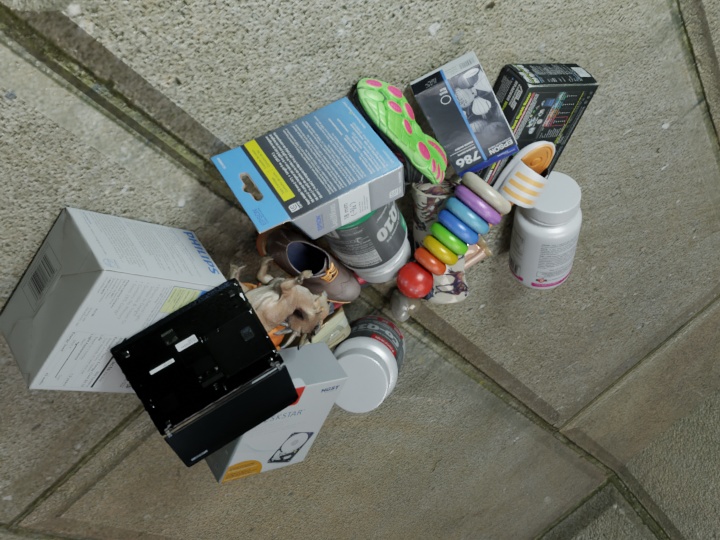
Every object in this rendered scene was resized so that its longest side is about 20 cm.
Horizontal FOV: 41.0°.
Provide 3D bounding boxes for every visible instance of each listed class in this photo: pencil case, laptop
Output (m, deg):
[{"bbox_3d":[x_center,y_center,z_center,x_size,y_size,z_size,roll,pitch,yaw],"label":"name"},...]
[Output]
[{"bbox_3d":[0.127,-0.045,1.486,0.089,0.078,0.200,-17,118,-22],"label":"pencil case"},{"bbox_3d":[-0.193,0.136,1.238,0.177,0.200,0.103,-31,-171,-11],"label":"laptop"}]

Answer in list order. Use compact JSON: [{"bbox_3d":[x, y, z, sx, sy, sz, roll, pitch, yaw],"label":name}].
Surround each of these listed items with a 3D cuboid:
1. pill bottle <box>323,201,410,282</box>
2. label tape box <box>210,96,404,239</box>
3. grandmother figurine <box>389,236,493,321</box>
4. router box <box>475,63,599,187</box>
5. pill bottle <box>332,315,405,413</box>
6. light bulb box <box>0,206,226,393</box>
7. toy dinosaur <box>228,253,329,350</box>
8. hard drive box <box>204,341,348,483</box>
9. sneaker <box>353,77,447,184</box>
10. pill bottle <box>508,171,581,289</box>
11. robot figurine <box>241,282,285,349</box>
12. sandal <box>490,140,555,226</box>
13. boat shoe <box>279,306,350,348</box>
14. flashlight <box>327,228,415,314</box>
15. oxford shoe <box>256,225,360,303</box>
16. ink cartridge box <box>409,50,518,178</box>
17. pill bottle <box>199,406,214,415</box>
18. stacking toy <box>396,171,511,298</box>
[{"bbox_3d":[0.001,-0.068,1.372,0.113,0.113,0.200,-36,148,-2],"label":"pill bottle"},{"bbox_3d":[-0.066,-0.119,1.220,0.200,0.144,0.063,-27,148,-14],"label":"label tape box"},{"bbox_3d":[0.130,0.011,1.640,0.200,0.061,0.121,-41,138,1],"label":"grandmother figurine"},{"bbox_3d":[0.251,-0.216,1.465,0.150,0.062,0.200,-9,138,-35],"label":"router box"},{"bbox_3d":[0.009,0.151,1.564,0.114,0.114,0.200,-46,-177,14],"label":"pill bottle"},{"bbox_3d":[-0.308,0.045,1.214,0.200,0.125,0.198,12,123,-50],"label":"light bulb box"},{"bbox_3d":[-0.128,0.057,1.310,0.200,0.086,0.136,-14,123,-14],"label":"toy dinosaur"},{"bbox_3d":[-0.131,0.207,1.414,0.156,0.077,0.200,-8,137,-38],"label":"hard drive box"},{"bbox_3d":[0.042,-0.177,1.303,0.084,0.077,0.200,-10,140,31],"label":"sneaker"},{"bbox_3d":[0.320,-0.069,1.664,0.113,0.113,0.200,-26,146,-17],"label":"pill bottle"},{"bbox_3d":[-0.190,0.099,1.400,0.200,0.144,0.117,-43,178,9],"label":"robot figurine"},{"bbox_3d":[0.236,-0.109,1.472,0.079,0.059,0.207,1,137,-43],"label":"sandal"},{"bbox_3d":[-0.098,0.131,1.501,0.200,0.072,0.065,-38,123,-21],"label":"boat shoe"},{"bbox_3d":[0.000,0.000,1.503,0.200,0.068,0.068,-32,103,-13],"label":"flashlight"},{"bbox_3d":[-0.062,0.002,1.390,0.200,0.073,0.071,31,86,-41],"label":"oxford shoe"},{"bbox_3d":[0.153,-0.204,1.351,0.099,0.039,0.200,-27,134,11],"label":"ink cartridge box"},{"bbox_3d":[-0.152,0.196,1.554,0.200,0.114,0.114,-15,141,-30],"label":"pill bottle"},{"bbox_3d":[0.125,-0.042,1.396,0.200,0.085,0.085,-51,145,6],"label":"stacking toy"}]
